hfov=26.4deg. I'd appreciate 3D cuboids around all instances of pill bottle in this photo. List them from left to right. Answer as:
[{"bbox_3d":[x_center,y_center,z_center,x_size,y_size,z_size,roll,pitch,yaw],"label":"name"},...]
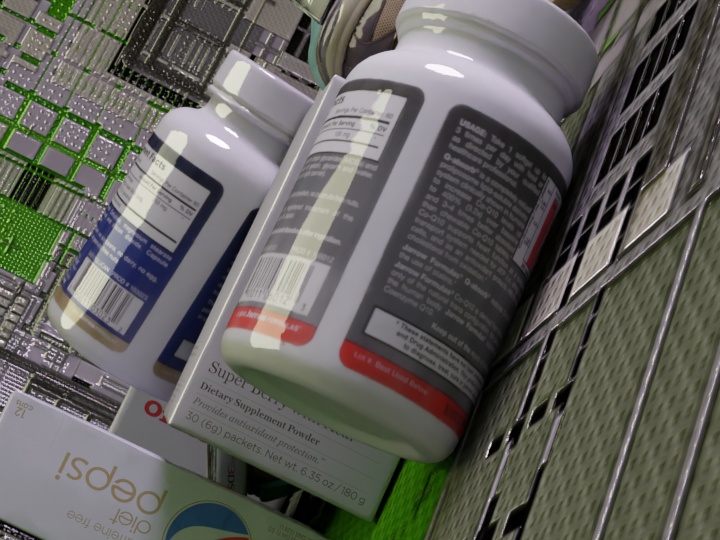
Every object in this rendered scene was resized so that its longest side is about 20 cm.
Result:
[{"bbox_3d":[-0.097,-0.029,0.946,0.201,0.111,0.111,-57,6,5],"label":"pill bottle"},{"bbox_3d":[0.027,-0.026,0.693,0.201,0.115,0.116,-65,6,-12],"label":"pill bottle"}]

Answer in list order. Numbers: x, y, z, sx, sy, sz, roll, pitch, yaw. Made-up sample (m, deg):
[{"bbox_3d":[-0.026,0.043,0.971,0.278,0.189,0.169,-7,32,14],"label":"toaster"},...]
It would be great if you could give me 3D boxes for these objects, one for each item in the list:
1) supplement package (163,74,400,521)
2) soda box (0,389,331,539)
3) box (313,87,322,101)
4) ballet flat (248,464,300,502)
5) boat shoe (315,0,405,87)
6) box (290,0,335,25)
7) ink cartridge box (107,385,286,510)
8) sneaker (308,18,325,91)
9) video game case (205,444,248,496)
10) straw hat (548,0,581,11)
[{"bbox_3d":[-0.012,0.016,0.840,0.201,0.120,0.120,-65,6,-7],"label":"supplement package"},{"bbox_3d":[-0.118,0.140,0.864,0.069,0.199,0.064,-65,7,-9],"label":"soda box"},{"bbox_3d":[0.024,-0.143,1.257,0.201,0.112,0.101,-63,6,19],"label":"box"},{"bbox_3d":[-0.051,0.107,1.003,0.067,0.073,0.200,-19,-8,-11],"label":"ballet flat"},{"bbox_3d":[0.054,-0.174,0.847,0.201,0.073,0.074,-61,-25,5],"label":"boat shoe"},{"bbox_3d":[0.069,-0.246,1.048,0.048,0.192,0.201,45,117,39],"label":"box"},{"bbox_3d":[-0.144,0.184,1.197,0.201,0.145,0.084,-62,5,11],"label":"ink cartridge box"},{"bbox_3d":[-0.002,-0.215,1.112,0.073,0.082,0.201,-8,-52,-40],"label":"sneaker"},{"bbox_3d":[-0.090,0.145,1.014,0.200,0.023,0.184,-110,21,-72],"label":"video game case"},{"bbox_3d":[0.099,-0.196,0.913,0.200,0.085,0.203,-23,59,44],"label":"straw hat"}]
